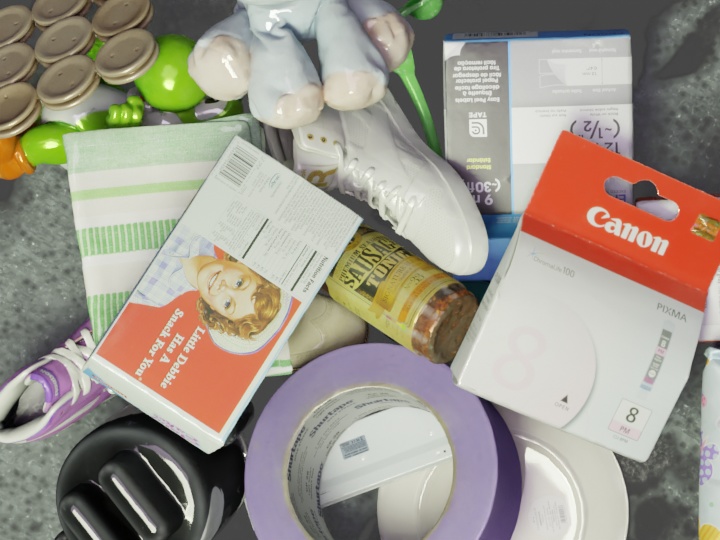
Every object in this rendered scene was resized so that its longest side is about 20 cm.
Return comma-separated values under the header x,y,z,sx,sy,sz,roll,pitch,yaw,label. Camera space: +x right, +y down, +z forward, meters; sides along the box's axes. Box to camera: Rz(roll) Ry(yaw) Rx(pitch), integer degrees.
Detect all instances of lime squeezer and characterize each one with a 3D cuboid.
x,y,z,sx,sy,sz,roll,pitch,yaw,label
0.058,-0.188,1.750,0.070,0.038,0.201,16,95,5,lime squeezer

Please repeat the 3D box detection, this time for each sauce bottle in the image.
x,y,z,sx,sy,sz,roll,pitch,yaw,label
0.000,0.000,1.723,0.200,0.066,0.066,30,98,31,sauce bottle

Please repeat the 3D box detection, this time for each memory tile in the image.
x,y,z,sx,sy,sz,roll,pitch,yaw,label
-0.249,-0.164,1.746,0.199,0.154,0.017,-23,132,8,memory tile

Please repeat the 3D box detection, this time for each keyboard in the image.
x,y,z,sx,sy,sz,roll,pitch,yaw,label
-0.002,0.147,1.785,0.199,0.011,0.056,-21,71,11,keyboard

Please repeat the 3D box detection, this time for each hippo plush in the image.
x,y,z,sx,sy,sz,roll,pitch,yaw,label
-0.036,-0.219,1.650,0.159,0.161,0.200,13,53,6,hippo plush

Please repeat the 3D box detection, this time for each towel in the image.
x,y,z,sx,sy,sz,roll,pitch,yaw,label
-0.133,-0.013,1.685,0.152,0.023,0.201,-7,81,-14,towel

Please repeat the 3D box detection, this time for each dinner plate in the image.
x,y,z,sx,sy,sz,roll,pitch,yaw,label
0.111,0.192,1.781,0.199,0.024,0.201,0,95,5,dinner plate

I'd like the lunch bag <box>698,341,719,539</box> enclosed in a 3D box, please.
x,y,z,sx,sy,sz,roll,pitch,yaw,label
0.359,0.140,1.699,0.199,0.127,0.170,1,92,16,lunch bag

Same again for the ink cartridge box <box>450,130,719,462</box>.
x,y,z,sx,sy,sz,roll,pitch,yaw,label
0.178,0.021,1.666,0.162,0.057,0.200,23,103,-12,ink cartridge box

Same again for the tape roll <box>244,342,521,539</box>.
x,y,z,sx,sy,sz,roll,pitch,yaw,label
0.018,0.161,1.725,0.199,0.085,0.201,-5,74,17,tape roll

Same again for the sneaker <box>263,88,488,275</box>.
x,y,z,sx,sy,sz,roll,pitch,yaw,label
0.002,-0.063,1.694,0.200,0.115,0.074,53,139,31,sneaker

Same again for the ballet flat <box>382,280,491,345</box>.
x,y,z,sx,sy,sz,roll,pitch,yaw,label
0.118,0.040,1.743,0.199,0.073,0.073,-13,93,11,ballet flat

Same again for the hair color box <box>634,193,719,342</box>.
x,y,z,sx,sy,sz,roll,pitch,yaw,label
0.311,-0.005,1.723,0.199,0.064,0.111,-2,95,8,hair color box

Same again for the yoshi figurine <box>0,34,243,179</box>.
x,y,z,sx,sy,sz,roll,pitch,yaw,label
-0.193,-0.136,1.750,0.199,0.112,0.113,-9,87,4,yoshi figurine

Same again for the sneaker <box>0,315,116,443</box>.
x,y,z,sx,sy,sz,roll,pitch,yaw,label
-0.206,0.070,1.762,0.200,0.114,0.073,-42,87,6,sneaker

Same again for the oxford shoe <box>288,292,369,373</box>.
x,y,z,sx,sy,sz,roll,pitch,yaw,label
-0.083,0.038,1.740,0.199,0.074,0.071,5,76,-18,oxford shoe

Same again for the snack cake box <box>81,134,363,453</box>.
x,y,z,sx,sy,sz,roll,pitch,yaw,label
-0.099,0.018,1.641,0.115,0.067,0.200,34,74,-5,snack cake box

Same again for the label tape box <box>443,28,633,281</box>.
x,y,z,sx,sy,sz,roll,pitch,yaw,label
0.137,-0.082,1.726,0.143,0.066,0.201,-1,98,3,label tape box

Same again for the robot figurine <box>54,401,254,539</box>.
x,y,z,sx,sy,sz,roll,pitch,yaw,label
-0.158,0.161,1.718,0.150,0.200,0.125,2,102,14,robot figurine
